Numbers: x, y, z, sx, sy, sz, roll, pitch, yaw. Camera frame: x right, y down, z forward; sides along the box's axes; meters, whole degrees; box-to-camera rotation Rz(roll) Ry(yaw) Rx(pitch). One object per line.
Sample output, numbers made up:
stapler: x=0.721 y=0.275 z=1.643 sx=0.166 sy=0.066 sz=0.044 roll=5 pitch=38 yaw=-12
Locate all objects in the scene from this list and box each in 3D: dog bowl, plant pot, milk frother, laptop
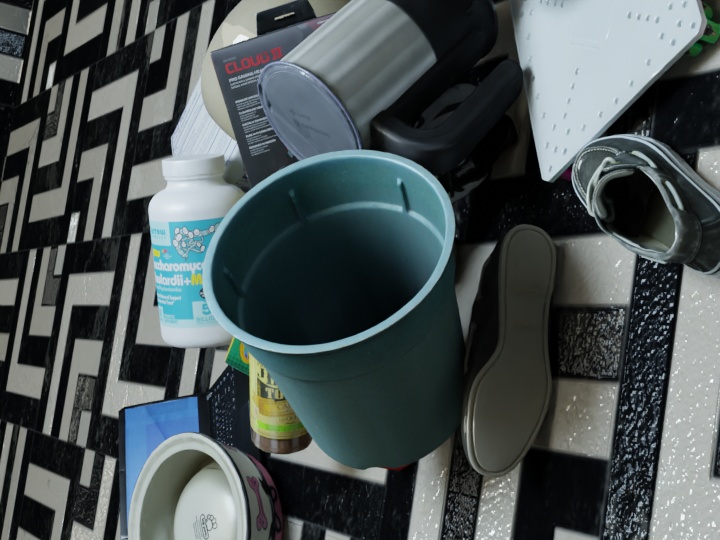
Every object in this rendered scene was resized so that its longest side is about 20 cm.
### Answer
dog bowl: x=-0.164 y=0.278 z=1.512 sx=0.198 sy=0.073 sz=0.203 roll=-10 pitch=76 yaw=42
plant pot: x=-0.043 y=-0.178 z=1.403 sx=0.135 sy=0.198 sz=0.202 roll=51 pitch=127 yaw=33
milk frother: x=0.029 y=-0.199 z=1.134 sx=0.179 sy=0.188 sz=0.202 roll=23 pitch=145 yaw=38
plant pot: x=0.000 y=0.044 z=1.117 sx=0.197 sy=0.198 sz=0.202 roll=67 pitch=-176 yaw=-46
laptop: x=-0.203 y=0.199 z=1.645 sx=0.200 sy=0.102 sz=0.179 roll=-50 pitch=39 yaw=45

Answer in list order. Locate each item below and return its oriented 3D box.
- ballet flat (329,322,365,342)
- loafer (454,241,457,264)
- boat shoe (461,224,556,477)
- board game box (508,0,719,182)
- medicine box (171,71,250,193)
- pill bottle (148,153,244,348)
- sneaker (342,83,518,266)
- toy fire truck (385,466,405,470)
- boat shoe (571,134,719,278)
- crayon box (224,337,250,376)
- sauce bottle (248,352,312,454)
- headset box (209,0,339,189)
ballet flat: x=-0.024 y=0.020 z=1.244 sx=0.068 sy=0.061 sz=0.203 roll=-59 pitch=-30 yaw=-60
loafer: x=0.000 y=0.000 z=1.301 sx=0.199 sy=0.067 sz=0.077 roll=-25 pitch=45 yaw=36
boat shoe: x=0.116 y=0.064 z=1.109 sx=0.057 sy=0.066 sz=0.203 roll=143 pitch=139 yaw=-75
board game box: x=0.192 y=-0.201 z=1.095 sx=0.200 sy=0.026 sz=0.202 roll=-47 pitch=40 yaw=47
medicine box: x=-0.140 y=-0.151 z=1.657 sx=0.183 sy=0.102 sz=0.202 roll=-57 pitch=33 yaw=36
pill bottle: x=-0.173 y=-0.023 z=1.531 sx=0.110 sy=0.109 sz=0.203 roll=13 pitch=110 yaw=64
sneaker: x=0.054 y=-0.081 z=1.200 sx=0.200 sy=0.074 sz=0.080 roll=-48 pitch=36 yaw=-9
toy fire truck: x=-0.002 y=0.099 z=1.339 sx=0.141 sy=0.048 sz=0.203 roll=-36 pitch=48 yaw=54
boat shoe: x=0.194 y=-0.055 z=0.980 sx=0.200 sy=0.070 sz=0.073 roll=41 pitch=116 yaw=61
crayon box: x=-0.067 y=0.002 z=1.440 sx=0.119 sy=0.058 sz=0.202 roll=-56 pitch=-11 yaw=-66
sauce bottle: x=-0.075 y=0.073 z=1.307 sx=0.065 sy=0.064 sz=0.203 roll=-133 pitch=38 yaw=-59
headset box: x=-0.045 y=-0.146 z=1.291 sx=0.075 sy=0.147 sz=0.203 roll=-83 pitch=-23 yaw=-82
